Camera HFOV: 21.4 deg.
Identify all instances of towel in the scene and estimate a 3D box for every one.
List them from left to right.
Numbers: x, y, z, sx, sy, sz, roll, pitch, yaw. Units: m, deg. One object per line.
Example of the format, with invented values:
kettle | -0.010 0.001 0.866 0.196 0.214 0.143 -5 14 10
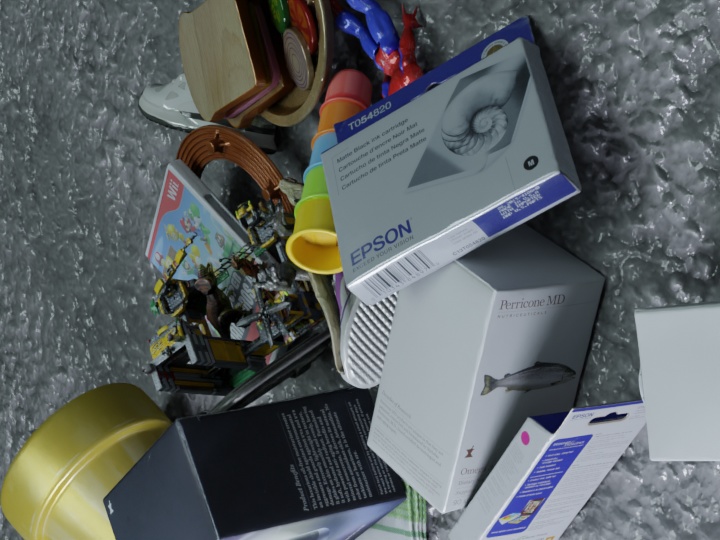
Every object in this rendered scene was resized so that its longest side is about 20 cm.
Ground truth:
towel | 0.019 0.227 1.761 0.149 0.031 0.201 4 100 58

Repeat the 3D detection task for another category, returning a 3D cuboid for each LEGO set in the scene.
LEGO set | -0.133 0.028 1.768 0.200 0.116 0.154 -27 68 33

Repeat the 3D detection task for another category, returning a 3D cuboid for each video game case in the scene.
video game case | -0.137 0.003 1.896 0.200 0.017 0.143 46 142 22

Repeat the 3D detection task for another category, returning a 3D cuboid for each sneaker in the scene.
sneaker | -0.143 -0.191 1.916 0.200 0.075 0.116 21 103 45
sneaker | 0.001 0.000 1.722 0.114 0.072 0.201 16 97 58

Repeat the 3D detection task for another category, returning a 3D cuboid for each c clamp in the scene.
c clamp | -0.085 0.105 1.760 0.171 0.200 0.027 -38 86 42

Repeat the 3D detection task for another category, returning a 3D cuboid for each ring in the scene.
ring | -0.122 -0.047 1.876 0.200 0.019 0.201 32 136 36

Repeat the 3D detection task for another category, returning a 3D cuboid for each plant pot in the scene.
plant pot | -0.247 0.253 2.022 0.189 0.200 0.201 41 129 25

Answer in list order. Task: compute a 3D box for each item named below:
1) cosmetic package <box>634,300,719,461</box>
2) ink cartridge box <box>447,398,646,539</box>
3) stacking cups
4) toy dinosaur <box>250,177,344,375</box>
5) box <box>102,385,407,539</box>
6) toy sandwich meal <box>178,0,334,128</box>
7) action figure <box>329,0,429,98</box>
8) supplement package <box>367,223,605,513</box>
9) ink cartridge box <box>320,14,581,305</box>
cosmetic package | 0.283 0.072 1.298 0.200 0.081 0.113 -5 90 57
ink cartridge box | 0.150 0.155 1.490 0.037 0.094 0.200 62 140 31
stacking cups | -0.026 -0.093 1.666 0.061 0.060 0.201 -49 27 47
toy dinosaur | -0.053 -0.011 1.665 0.047 0.088 0.201 -30 56 32
box | -0.099 0.208 1.730 0.200 0.198 0.124 -47 58 52
toy sandwich meal | -0.099 -0.221 1.759 0.205 0.070 0.206 26 122 53
action figure | 0.024 -0.196 1.673 0.200 0.052 0.066 62 144 31
supplement package | 0.098 0.075 1.538 0.117 0.117 0.201 39 126 47
ink cartridge box | 0.062 -0.098 1.506 0.199 0.041 0.200 -29 47 20
